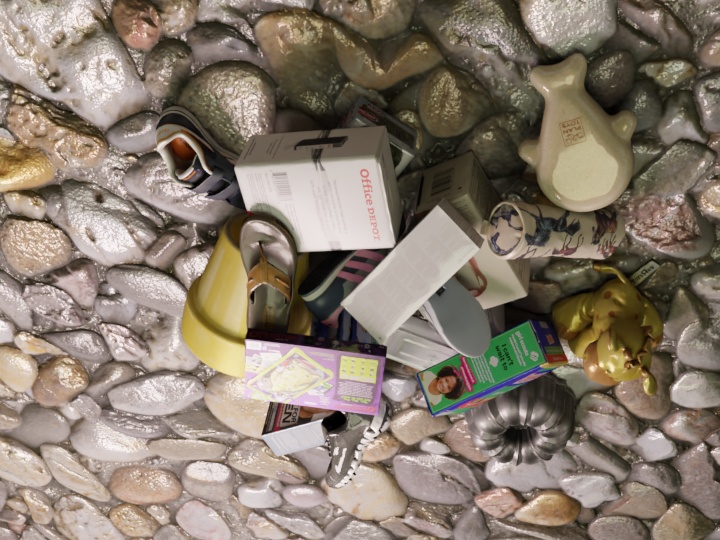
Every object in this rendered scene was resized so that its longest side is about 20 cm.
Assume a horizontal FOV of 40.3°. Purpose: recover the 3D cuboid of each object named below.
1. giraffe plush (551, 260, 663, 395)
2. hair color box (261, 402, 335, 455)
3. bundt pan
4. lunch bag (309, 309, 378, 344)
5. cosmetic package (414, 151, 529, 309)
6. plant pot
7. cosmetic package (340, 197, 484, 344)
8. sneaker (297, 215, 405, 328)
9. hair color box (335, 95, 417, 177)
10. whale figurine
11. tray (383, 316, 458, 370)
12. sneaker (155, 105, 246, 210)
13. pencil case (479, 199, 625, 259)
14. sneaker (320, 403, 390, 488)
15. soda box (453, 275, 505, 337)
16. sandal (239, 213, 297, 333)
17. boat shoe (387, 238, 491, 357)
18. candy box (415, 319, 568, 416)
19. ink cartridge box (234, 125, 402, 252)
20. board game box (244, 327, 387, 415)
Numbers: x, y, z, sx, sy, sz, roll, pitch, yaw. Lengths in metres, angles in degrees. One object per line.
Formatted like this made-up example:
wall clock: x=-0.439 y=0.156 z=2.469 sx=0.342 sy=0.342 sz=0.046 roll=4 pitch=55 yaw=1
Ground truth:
giraffe plush: x=0.386 y=0.105 z=1.465 sx=0.170 sy=0.164 sz=0.201 roll=19 pitch=132 yaw=-8
hair color box: x=-0.066 y=0.243 z=1.689 sx=0.197 sy=0.100 sz=0.061 roll=-18 pitch=126 yaw=23
bundt pan: x=0.272 y=0.262 z=1.674 sx=0.198 sy=0.077 sz=0.204 roll=3 pitch=134 yaw=3
lunch bag: x=-0.025 y=0.104 z=1.494 sx=0.074 sy=0.203 sz=0.161 roll=-7 pitch=146 yaw=17
cosmetic package: x=0.163 y=-0.053 z=1.403 sx=0.086 sy=0.104 sz=0.201 roll=-19 pitch=124 yaw=26
plant pot: x=-0.157 y=0.025 z=1.467 sx=0.197 sy=0.202 sz=0.191 roll=14 pitch=122 yaw=-4
cosmetic package: x=0.070 y=0.002 z=1.329 sx=0.083 sy=0.051 sz=0.200 roll=45 pitch=113 yaw=0
sneaker: x=0.000 y=0.000 z=1.433 sx=0.083 sy=0.199 sz=0.070 roll=57 pitch=162 yaw=-22
hair color box: x=-0.015 y=-0.137 z=1.384 sx=0.098 sy=0.061 sz=0.200 roll=29 pitch=129 yaw=-15
whale figurine: x=0.285 y=-0.182 z=1.291 sx=0.157 sy=0.104 sz=0.203 roll=-16 pitch=103 yaw=21
tray: x=0.120 y=0.138 z=1.632 sx=0.197 sy=0.022 sz=0.108 roll=21 pitch=132 yaw=-9
sneaker: x=-0.217 y=-0.139 z=1.403 sx=0.078 sy=0.080 sz=0.199 roll=-33 pitch=121 yaw=31
pencil case: x=0.263 y=-0.054 z=1.341 sx=0.197 sy=0.079 sz=0.089 roll=0 pitch=179 yaw=-31
sneaker: x=-0.030 y=0.273 z=1.593 sx=0.089 sy=0.067 sz=0.202 roll=23 pitch=126 yaw=-7
soda box: x=0.140 y=0.031 z=1.503 sx=0.063 sy=0.069 sz=0.200 roll=-30 pitch=120 yaw=30
sandal: x=-0.130 y=0.022 z=1.338 sx=0.080 sy=0.055 sz=0.203 roll=6 pitch=115 yaw=0
boat shoe: x=0.107 y=0.040 z=1.413 sx=0.075 sy=0.086 sz=0.202 roll=-44 pitch=96 yaw=-5
candy box: x=0.207 y=0.151 z=1.515 sx=0.198 sy=0.078 sz=0.169 roll=-29 pitch=164 yaw=18
ink cartridge box: x=-0.051 y=-0.107 z=1.320 sx=0.196 sy=0.084 sz=0.146 roll=-1 pitch=128 yaw=16
board game box: x=-0.065 y=0.144 z=1.384 sx=0.196 sy=0.033 sz=0.122 roll=8 pitch=125 yaw=1
